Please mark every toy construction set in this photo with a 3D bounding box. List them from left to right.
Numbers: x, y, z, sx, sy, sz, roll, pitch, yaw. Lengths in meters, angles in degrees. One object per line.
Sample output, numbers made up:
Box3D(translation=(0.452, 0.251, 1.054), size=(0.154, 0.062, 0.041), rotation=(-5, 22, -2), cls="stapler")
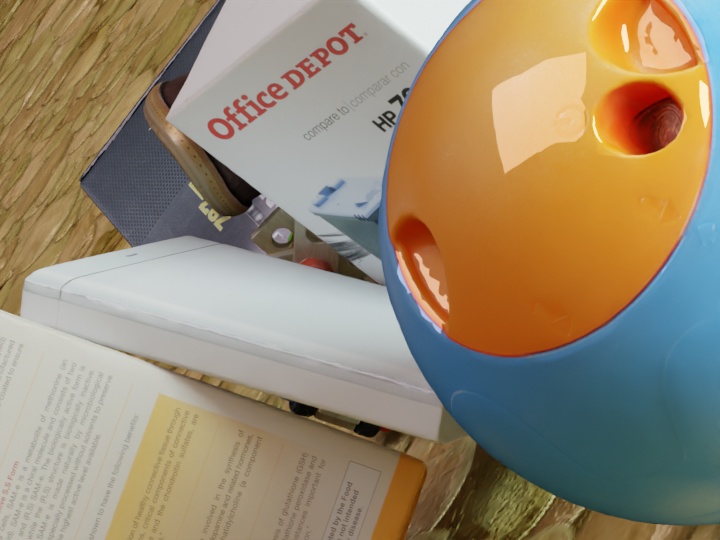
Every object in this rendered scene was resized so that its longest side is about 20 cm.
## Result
Box3D(translation=(0.000, 0.000, 1.297), size=(0.200, 0.092, 0.131), rotation=(-54, -14, -70), cls="toy construction set")

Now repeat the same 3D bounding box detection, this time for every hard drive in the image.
Box3D(translation=(-0.023, 0.025, 1.120), size=(0.132, 0.200, 0.027), rotation=(-15, -64, -59), cls="hard drive")

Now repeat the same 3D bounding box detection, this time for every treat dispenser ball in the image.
Box3D(translation=(0.106, -0.017, 0.886), size=(0.201, 0.201, 0.201), rotation=(-47, 18, 20), cls="treat dispenser ball")

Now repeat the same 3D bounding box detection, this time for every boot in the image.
Box3D(translation=(-0.011, -0.104, 1.264), size=(0.166, 0.072, 0.200), rotation=(-36, 2, 12), cls="boot")

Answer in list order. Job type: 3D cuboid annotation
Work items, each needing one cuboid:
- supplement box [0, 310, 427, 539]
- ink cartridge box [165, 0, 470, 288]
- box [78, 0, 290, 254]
Box3D(translation=(-0.086, 0.107, 1.105), size=(0.074, 0.200, 0.126), rotation=(91, -161, -80), cls="supplement box")
Box3D(translation=(0.041, -0.060, 1.141), size=(0.146, 0.200, 0.086), rotation=(-33, 26, 51), cls="ink cartridge box")
Box3D(translation=(-0.059, -0.056, 1.524), size=(0.158, 0.051, 0.200), rotation=(-52, 44, 8), cls="box")
